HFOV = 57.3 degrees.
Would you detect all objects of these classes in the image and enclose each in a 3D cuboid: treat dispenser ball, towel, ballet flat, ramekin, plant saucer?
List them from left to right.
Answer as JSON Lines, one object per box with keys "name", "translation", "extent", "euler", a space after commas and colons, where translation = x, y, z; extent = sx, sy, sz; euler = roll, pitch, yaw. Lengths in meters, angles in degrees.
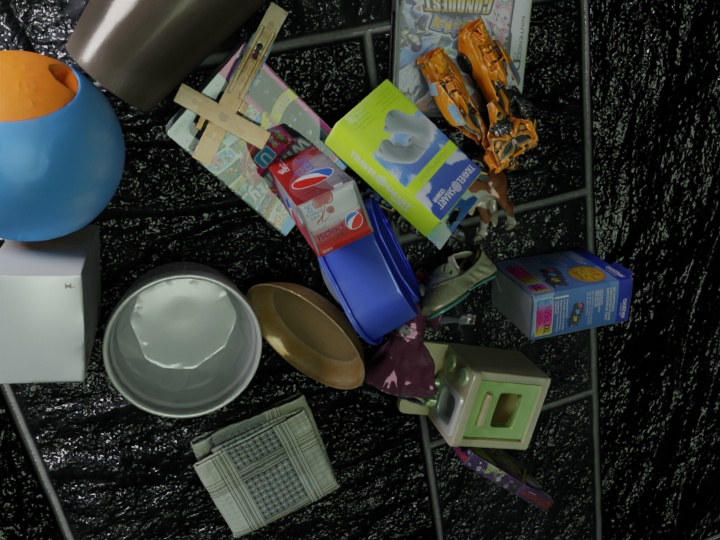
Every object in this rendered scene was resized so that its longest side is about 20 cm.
{"name": "treat dispenser ball", "translation": [-0.361, -0.132, 0.713], "extent": [0.199, 0.201, 0.203], "euler": [-6, 110, -15]}
{"name": "ramekin", "translation": [-0.236, 0.084, 0.881], "extent": [0.198, 0.105, 0.202], "euler": [-5, 110, -15]}
{"name": "towel", "translation": [-0.145, 0.308, 1.028], "extent": [0.191, 0.035, 0.201], "euler": [-23, 113, -8]}
{"name": "plant saucer", "translation": [-0.069, 0.082, 0.905], "extent": [0.035, 0.199, 0.201], "euler": [-50, 120, -31]}
{"name": "ballet flat", "translation": [0.132, 0.012, 0.944], "extent": [0.067, 0.200, 0.063], "euler": [-28, 88, 35]}

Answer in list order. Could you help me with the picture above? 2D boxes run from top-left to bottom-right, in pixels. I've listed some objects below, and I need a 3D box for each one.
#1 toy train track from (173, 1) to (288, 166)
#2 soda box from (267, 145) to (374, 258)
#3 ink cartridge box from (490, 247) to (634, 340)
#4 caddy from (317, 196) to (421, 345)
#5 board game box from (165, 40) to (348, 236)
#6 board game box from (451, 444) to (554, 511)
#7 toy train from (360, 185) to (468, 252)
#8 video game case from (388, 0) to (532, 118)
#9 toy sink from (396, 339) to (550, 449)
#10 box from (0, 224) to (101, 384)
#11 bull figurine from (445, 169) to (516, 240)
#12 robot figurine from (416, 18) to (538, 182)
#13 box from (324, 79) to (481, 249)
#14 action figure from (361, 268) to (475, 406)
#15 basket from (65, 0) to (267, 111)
{"name": "toy train track", "translation": [-0.143, -0.218, 0.779], "extent": [0.114, 0.033, 0.201], "euler": [28, 92, -16]}
{"name": "soda box", "translation": [-0.052, -0.085, 0.756], "extent": [0.070, 0.200, 0.064], "euler": [-25, 115, -6]}
{"name": "ink cartridge box", "translation": [0.318, 0.029, 1.014], "extent": [0.198, 0.137, 0.077], "euler": [-8, 114, -15]}
{"name": "caddy", "translation": [0.000, 0.000, 0.878], "extent": [0.104, 0.141, 0.201], "euler": [-25, 99, 16]}
{"name": "board game box", "translation": [-0.125, -0.167, 0.850], "extent": [0.200, 0.064, 0.148], "euler": [41, 94, -26]}
{"name": "board game box", "translation": [0.222, 0.320, 1.098], "extent": [0.199, 0.120, 0.032], "euler": [35, 100, -24]}
{"name": "toy train", "translation": [0.075, -0.078, 0.958], "extent": [0.199, 0.034, 0.046], "euler": [20, 99, -23]}
{"name": "video game case", "translation": [0.136, -0.302, 0.902], "extent": [0.198, 0.026, 0.182], "euler": [-4, 110, -16]}
{"name": "toy sink", "translation": [0.178, 0.199, 1.045], "extent": [0.198, 0.112, 0.131], "euler": [10, 105, -20]}
{"name": "box", "translation": [-0.363, 0.030, 0.770], "extent": [0.097, 0.200, 0.125], "euler": [0, 108, -17]}
{"name": "bull figurine", "translation": [0.129, -0.106, 0.929], "extent": [0.198, 0.065, 0.122], "euler": [-4, 72, -22]}
{"name": "robot figurine", "translation": [0.165, -0.220, 0.882], "extent": [0.145, 0.058, 0.201], "euler": [-37, 107, -11]}
{"name": "box", "translation": [0.066, -0.137, 0.847], "extent": [0.200, 0.048, 0.122], "euler": [43, 55, -2]}
{"name": "action figure", "translation": [0.074, 0.095, 0.999], "extent": [0.133, 0.149, 0.202], "euler": [14, 85, -32]}
{"name": "basket", "translation": [-0.223, -0.293, 0.737], "extent": [0.180, 0.136, 0.200], "euler": [44, 100, 7]}
